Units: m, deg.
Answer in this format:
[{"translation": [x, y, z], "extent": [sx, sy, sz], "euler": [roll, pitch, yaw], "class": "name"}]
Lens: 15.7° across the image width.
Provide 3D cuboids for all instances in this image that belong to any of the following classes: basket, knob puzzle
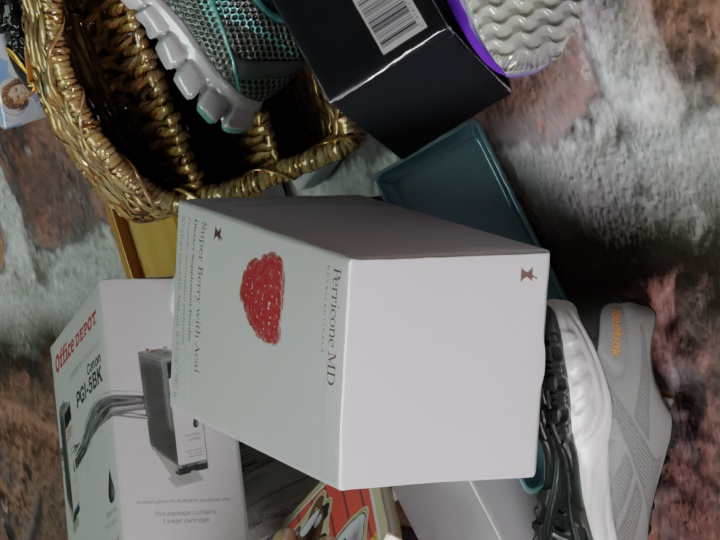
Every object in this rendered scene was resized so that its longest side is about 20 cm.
[{"translation": [-0.112, -0.135, 1.552], "extent": [0.149, 0.143, 0.200], "euler": [-6, 104, 65], "class": "basket"}, {"translation": [-0.042, 0.182, 1.511], "extent": [0.030, 0.220, 0.220], "euler": [28, 157, -13], "class": "knob puzzle"}]

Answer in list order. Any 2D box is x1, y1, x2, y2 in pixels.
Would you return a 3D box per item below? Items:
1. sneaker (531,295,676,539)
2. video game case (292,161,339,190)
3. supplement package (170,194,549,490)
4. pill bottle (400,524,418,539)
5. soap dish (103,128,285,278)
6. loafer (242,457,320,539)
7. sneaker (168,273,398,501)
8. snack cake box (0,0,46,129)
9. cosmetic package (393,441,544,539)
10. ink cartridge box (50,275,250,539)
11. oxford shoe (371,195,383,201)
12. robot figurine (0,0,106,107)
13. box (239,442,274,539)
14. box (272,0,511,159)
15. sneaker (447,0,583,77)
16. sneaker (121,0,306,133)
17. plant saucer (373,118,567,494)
[{"translation": [0.133, 0.108, 1.365], "extent": [0.074, 0.079, 0.200], "euler": [24, 123, 62], "class": "sneaker"}, {"translation": [-0.040, -0.165, 1.580], "extent": [0.182, 0.024, 0.200], "euler": [64, 154, 11], "class": "video game case"}, {"translation": [-0.005, 0.033, 1.377], "extent": [0.200, 0.120, 0.121], "euler": [18, 107, 59], "class": "supplement package"}, {"translation": [0.013, 0.226, 1.568], "extent": [0.200, 0.119, 0.120], "euler": [-61, -47, -84], "class": "pill bottle"}, {"translation": [-0.105, -0.014, 1.756], "extent": [0.157, 0.081, 0.200], "euler": [-2, 105, 64], "class": "soap dish"}, {"translation": [-0.033, 0.147, 1.693], "extent": [0.200, 0.070, 0.070], "euler": [-38, 74, 43], "class": "loafer"}, {"translation": [-0.033, 0.054, 1.602], "extent": [0.200, 0.075, 0.089], "euler": [48, -168, -12], "class": "sneaker"}, {"translation": [-0.226, -0.211, 1.809], "extent": [0.067, 0.115, 0.200], "euler": [31, 136, 54], "class": "snack cake box"}, {"translation": [0.093, 0.151, 1.483], "extent": [0.200, 0.090, 0.107], "euler": [66, 156, 13], "class": "cosmetic package"}, {"translation": [-0.135, 0.118, 1.650], "extent": [0.147, 0.083, 0.200], "euler": [134, 132, -62], "class": "ink cartridge box"}, {"translation": [0.000, 0.000, 1.556], "extent": [0.200, 0.084, 0.073], "euler": [-8, 104, 66], "class": "oxford shoe"}, {"translation": [-0.181, -0.197, 1.723], "extent": [0.145, 0.058, 0.200], "euler": [6, 111, 16], "class": "robot figurine"}, {"translation": [-0.095, 0.211, 1.879], "extent": [0.184, 0.105, 0.200], "euler": [52, 149, 32], "class": "box"}, {"translation": [-0.012, -0.172, 1.383], "extent": [0.200, 0.079, 0.141], "euler": [61, -168, 17], "class": "box"}, {"translation": [0.052, -0.191, 1.336], "extent": [0.100, 0.070, 0.200], "euler": [153, 100, -72], "class": "sneaker"}, {"translation": [-0.097, -0.179, 1.476], "extent": [0.200, 0.091, 0.078], "euler": [52, -167, -12], "class": "sneaker"}, {"translation": [0.080, 0.019, 1.444], "extent": [0.200, 0.070, 0.019], "euler": [64, -163, 12], "class": "plant saucer"}]
